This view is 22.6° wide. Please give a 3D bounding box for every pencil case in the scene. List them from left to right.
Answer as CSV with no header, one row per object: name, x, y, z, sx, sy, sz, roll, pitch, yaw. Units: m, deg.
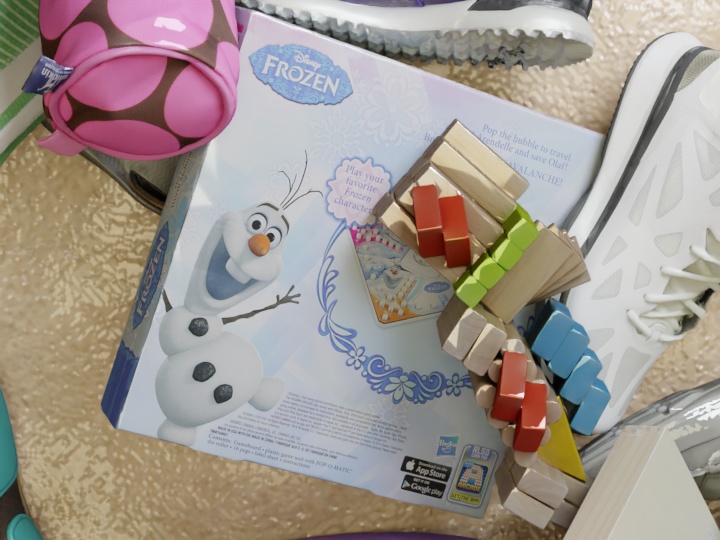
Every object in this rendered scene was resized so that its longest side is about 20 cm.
pencil case,-0.107,-0.150,0.816,0.093,0.202,0.090,-28,141,35

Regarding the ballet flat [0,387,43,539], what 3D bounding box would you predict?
ballet flat,-0.195,0.123,0.894,0.062,0.069,0.202,-19,95,15

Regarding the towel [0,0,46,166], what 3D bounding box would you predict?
towel,-0.209,-0.150,0.841,0.200,0.023,0.153,39,59,-1

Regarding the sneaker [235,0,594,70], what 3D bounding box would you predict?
sneaker,0.017,-0.157,0.869,0.198,0.070,0.101,6,82,3

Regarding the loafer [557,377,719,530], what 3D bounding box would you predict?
loafer,0.185,0.087,0.892,0.198,0.070,0.070,-25,88,1

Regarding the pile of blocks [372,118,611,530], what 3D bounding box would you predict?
pile of blocks,0.074,0.032,0.818,0.081,0.062,0.201,-24,103,4

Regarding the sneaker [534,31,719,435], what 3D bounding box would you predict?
sneaker,0.158,-0.004,0.848,0.075,0.115,0.202,9,101,-47

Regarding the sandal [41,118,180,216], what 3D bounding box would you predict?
sandal,-0.075,-0.058,0.879,0.199,0.055,0.082,32,95,-7

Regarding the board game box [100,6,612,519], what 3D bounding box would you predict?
board game box,0.000,0.000,0.862,0.198,0.043,0.201,17,97,-23

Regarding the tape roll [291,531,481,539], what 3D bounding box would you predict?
tape roll,-0.015,0.179,0.833,0.198,0.200,0.066,-6,97,0

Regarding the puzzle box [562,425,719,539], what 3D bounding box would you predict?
puzzle box,0.145,0.190,0.849,0.133,0.025,0.201,-54,128,-36
